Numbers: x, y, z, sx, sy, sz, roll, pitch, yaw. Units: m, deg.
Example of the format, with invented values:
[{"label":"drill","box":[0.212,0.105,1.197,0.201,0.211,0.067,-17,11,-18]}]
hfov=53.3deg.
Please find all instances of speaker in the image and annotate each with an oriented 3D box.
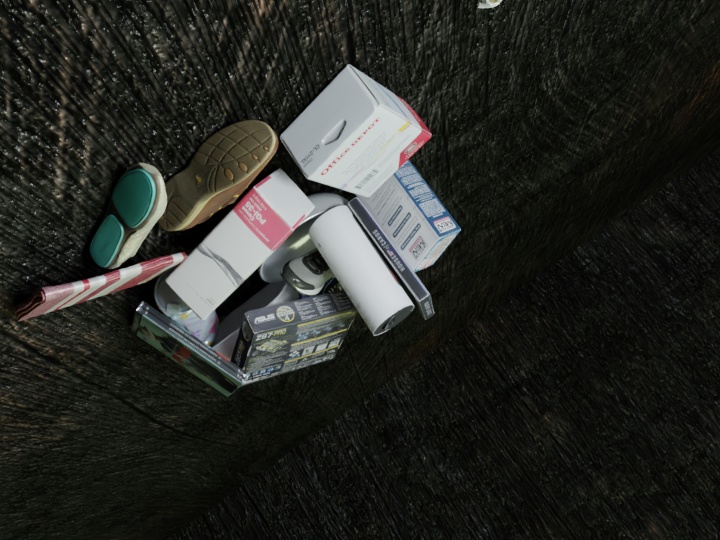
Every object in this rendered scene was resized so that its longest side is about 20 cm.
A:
[{"label":"speaker","box":[0.000,0.000,1.131,0.080,0.202,0.081,-30,162,-11]}]

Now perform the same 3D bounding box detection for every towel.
[{"label":"towel","box":[-0.348,0.017,0.961,0.198,0.023,0.143,-21,-179,-42]}]

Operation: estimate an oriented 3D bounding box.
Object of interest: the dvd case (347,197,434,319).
[{"label":"dvd case","box":[0.054,-0.017,1.189,0.025,0.201,0.150,-34,163,-1]}]

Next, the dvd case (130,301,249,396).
[{"label":"dvd case","box":[-0.278,0.131,1.154,0.022,0.199,0.146,-56,-172,-26]}]

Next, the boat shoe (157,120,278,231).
[{"label":"boat shoe","box":[-0.182,-0.123,0.931,0.199,0.073,0.067,-36,168,19]}]

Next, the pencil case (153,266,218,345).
[{"label":"pencil case","box":[-0.285,0.068,1.182,0.201,0.082,0.092,102,13,-64]}]

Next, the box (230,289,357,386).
[{"label":"box","box":[-0.114,0.115,1.214,0.197,0.050,0.162,-13,148,-31]}]

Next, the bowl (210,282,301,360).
[{"label":"bowl","box":[-0.184,0.097,1.315,0.198,0.075,0.200,-36,-169,14]}]

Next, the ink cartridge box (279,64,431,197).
[{"label":"ink cartridge box","box":[-0.002,-0.196,1.045,0.145,0.083,0.199,-41,161,18]}]

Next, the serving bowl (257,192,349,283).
[{"label":"serving bowl","box":[-0.101,-0.066,1.218,0.198,0.066,0.201,-32,161,-12]}]

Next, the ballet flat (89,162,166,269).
[{"label":"ballet flat","box":[-0.280,-0.073,0.893,0.199,0.068,0.062,-39,174,41]}]

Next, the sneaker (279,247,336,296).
[{"label":"sneaker","box":[-0.060,-0.018,1.211,0.199,0.074,0.080,-24,151,-50]}]

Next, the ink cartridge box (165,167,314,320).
[{"label":"ink cartridge box","box":[-0.172,-0.040,1.041,0.200,0.083,0.147,-42,-172,18]}]

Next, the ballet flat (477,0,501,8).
[{"label":"ballet flat","box":[0.147,-0.368,0.910,0.198,0.069,0.068,-20,157,-41]}]

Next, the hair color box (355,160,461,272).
[{"label":"hair color box","box":[0.071,-0.109,1.205,0.060,0.202,0.100,-19,157,-39]}]

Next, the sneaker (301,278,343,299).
[{"label":"sneaker","box":[-0.064,0.028,1.348,0.076,0.202,0.071,0,126,6]}]
